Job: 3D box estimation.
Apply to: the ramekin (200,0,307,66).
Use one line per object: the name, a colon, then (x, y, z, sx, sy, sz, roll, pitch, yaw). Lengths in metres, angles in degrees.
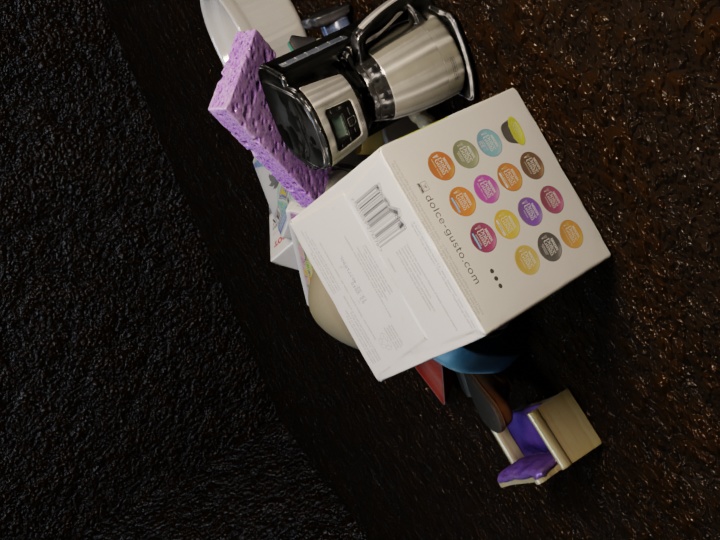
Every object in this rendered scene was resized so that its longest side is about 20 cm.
ramekin: (-0.154, -0.354, 1.700, 0.201, 0.097, 0.201, 56, 166, 22)

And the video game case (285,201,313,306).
video game case: (0.000, 0.000, 1.480, 0.181, 0.024, 0.200, 14, 144, 19)

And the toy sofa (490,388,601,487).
toy sofa: (0.225, 0.222, 1.466, 0.083, 0.097, 0.200, 59, 167, 6)

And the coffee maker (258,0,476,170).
coffee maker: (-0.001, -0.204, 1.233, 0.135, 0.200, 0.192, 64, 166, -10)

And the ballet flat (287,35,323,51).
ballet flat: (-0.028, -0.238, 1.369, 0.073, 0.073, 0.200, 78, 169, -49)

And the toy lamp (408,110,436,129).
toy lamp: (0.071, -0.183, 1.321, 0.200, 0.058, 0.058, 48, 161, 35)

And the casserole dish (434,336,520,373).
casserole dish: (0.128, 0.095, 1.449, 0.121, 0.039, 0.200, 32, -169, 29)

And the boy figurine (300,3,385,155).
boy figurine: (-0.012, -0.247, 1.476, 0.124, 0.064, 0.201, 24, 138, 63)

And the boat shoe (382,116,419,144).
boat shoe: (0.090, -0.101, 1.362, 0.200, 0.074, 0.093, 54, 157, 27)

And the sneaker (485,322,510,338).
sneaker: (0.129, -0.006, 1.416, 0.200, 0.070, 0.109, 54, 170, 3)

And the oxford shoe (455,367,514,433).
oxford shoe: (0.177, 0.152, 1.505, 0.200, 0.071, 0.072, -112, 4, -70)

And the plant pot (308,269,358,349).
plant pot: (0.014, 0.022, 1.343, 0.188, 0.187, 0.200, 62, 154, -3)

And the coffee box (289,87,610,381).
coffee box: (0.089, -0.034, 1.146, 0.200, 0.197, 0.200, 61, 145, 3)

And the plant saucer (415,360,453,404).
plant saucer: (0.092, 0.091, 1.812, 0.200, 0.037, 0.200, 52, 163, 33)

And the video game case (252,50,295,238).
video game case: (-0.090, -0.175, 1.506, 0.183, 0.022, 0.200, -114, 38, -46)

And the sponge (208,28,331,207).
sponge: (-0.092, -0.170, 1.283, 0.030, 0.112, 0.200, -3, 149, 31)

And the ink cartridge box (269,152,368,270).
ink cartridge box: (-0.060, -0.117, 1.566, 0.147, 0.083, 0.201, -37, 47, 44)
